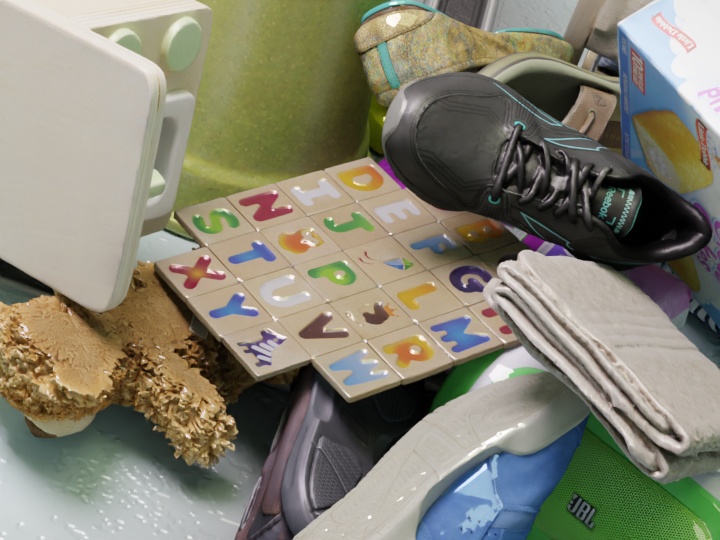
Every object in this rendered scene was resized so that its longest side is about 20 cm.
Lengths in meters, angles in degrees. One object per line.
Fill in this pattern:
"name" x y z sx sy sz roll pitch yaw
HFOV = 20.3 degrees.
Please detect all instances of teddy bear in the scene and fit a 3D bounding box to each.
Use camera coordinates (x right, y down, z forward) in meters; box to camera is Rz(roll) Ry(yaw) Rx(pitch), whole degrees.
"teddy bear" -0.111 0.043 1.043 0.145 0.067 0.200 40 33 8

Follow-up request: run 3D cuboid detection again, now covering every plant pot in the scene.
"plant pot" -0.061 -0.147 1.192 0.198 0.185 0.201 13 38 -10

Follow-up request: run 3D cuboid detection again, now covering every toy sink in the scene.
"toy sink" -0.153 -0.086 1.033 0.199 0.131 0.112 27 27 28

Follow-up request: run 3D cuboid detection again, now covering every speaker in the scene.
"speaker" 0.130 0.116 1.037 0.200 0.089 0.088 38 39 21

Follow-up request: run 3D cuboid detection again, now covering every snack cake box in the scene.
"snack cake box" 0.202 -0.058 1.113 0.067 0.200 0.115 -30 61 -9

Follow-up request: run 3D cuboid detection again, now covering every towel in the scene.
"towel" 0.136 0.048 1.001 0.133 0.035 0.200 48 16 19

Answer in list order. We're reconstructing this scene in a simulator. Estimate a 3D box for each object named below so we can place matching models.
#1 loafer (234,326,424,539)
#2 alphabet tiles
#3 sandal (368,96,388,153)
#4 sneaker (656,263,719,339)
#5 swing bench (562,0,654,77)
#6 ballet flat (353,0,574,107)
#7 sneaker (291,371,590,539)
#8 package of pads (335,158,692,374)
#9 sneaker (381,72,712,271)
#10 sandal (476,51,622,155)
"loafer" -0.019 0.082 1.033 0.072 0.063 0.200 51 29 -18
"alphabet tiles" 0.000 0.000 1.063 0.199 0.006 0.166 -17 45 -33
"sandal" 0.089 -0.070 1.266 0.087 0.080 0.200 -13 50 -42
"sneaker" 0.204 -0.002 1.238 0.108 0.071 0.201 10 31 -24
"swing bench" 0.235 -0.144 1.300 0.197 0.200 0.131 24 78 4
"ballet flat" 0.067 -0.111 1.181 0.071 0.071 0.199 45 22 28
"sneaker" 0.053 0.136 0.959 0.076 0.112 0.200 -4 24 44
"package of pads" 0.081 0.008 1.160 0.199 0.076 0.120 32 38 14
"sneaker" 0.103 -0.052 1.069 0.199 0.076 0.079 19 -1 -31
"sandal" 0.118 -0.077 1.153 0.200 0.080 0.057 -1 43 -39
